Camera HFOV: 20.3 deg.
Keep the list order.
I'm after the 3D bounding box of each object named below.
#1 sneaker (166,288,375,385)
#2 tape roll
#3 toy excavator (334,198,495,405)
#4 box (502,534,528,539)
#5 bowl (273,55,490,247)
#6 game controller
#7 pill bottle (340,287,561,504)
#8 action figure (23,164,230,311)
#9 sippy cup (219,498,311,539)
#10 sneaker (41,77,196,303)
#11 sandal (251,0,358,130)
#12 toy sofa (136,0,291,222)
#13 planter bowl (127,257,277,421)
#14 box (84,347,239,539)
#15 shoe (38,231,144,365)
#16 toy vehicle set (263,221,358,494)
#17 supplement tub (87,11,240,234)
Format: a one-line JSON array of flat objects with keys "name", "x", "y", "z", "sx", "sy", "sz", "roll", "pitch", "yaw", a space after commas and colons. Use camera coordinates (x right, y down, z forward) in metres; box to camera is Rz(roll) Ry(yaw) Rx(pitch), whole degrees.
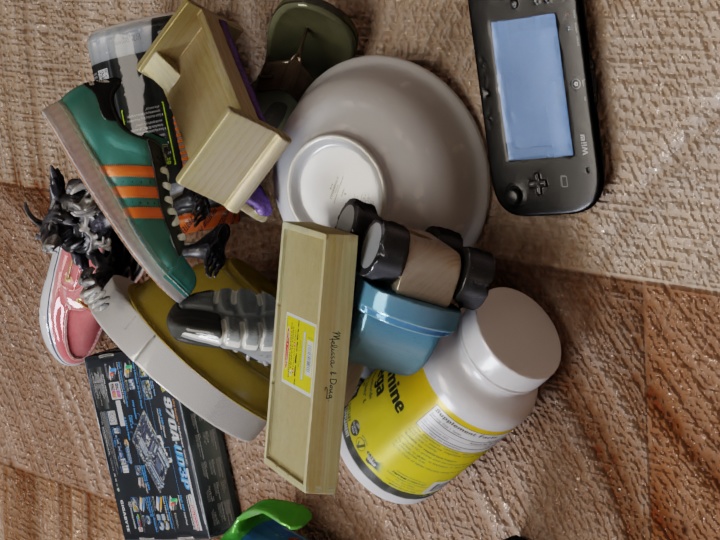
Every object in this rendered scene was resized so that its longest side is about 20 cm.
[{"name": "sneaker", "x": -0.068, "y": 0.081, "z": 1.735, "sx": 0.075, "sy": 0.198, "sz": 0.116, "roll": -91, "pitch": 4, "yaw": -57}, {"name": "tape roll", "x": -0.165, "y": 0.081, "z": 1.869, "sx": 0.037, "sy": 0.203, "sz": 0.203, "roll": -49, "pitch": 58, "yaw": 4}, {"name": "toy excavator", "x": 0.004, "y": 0.050, "z": 1.606, "sx": 0.201, "sy": 0.099, "sz": 0.194, "roll": -70, "pitch": 22, "yaw": 7}, {"name": "box", "x": 0.077, "y": 0.323, "z": 1.651, "sx": 0.044, "sy": 0.199, "sz": 0.162, "roll": 15, "pitch": 111, "yaw": 45}, {"name": "bowl", "x": 0.000, "y": -0.072, "z": 1.665, "sx": 0.200, "sy": 0.090, "sz": 0.203, "roll": 8, "pitch": 107, "yaw": 29}, {"name": "game controller", "x": 0.138, "y": -0.143, "z": 1.567, "sx": 0.104, "sy": 0.042, "sz": 0.202, "roll": 0, "pitch": 101, "yaw": 49}, {"name": "pill bottle", "x": 0.074, "y": 0.101, "z": 1.654, "sx": 0.200, "sy": 0.112, "sz": 0.113, "roll": -45, "pitch": 67, "yaw": 42}, {"name": "action figure", "x": -0.224, "y": -0.035, "z": 1.790, "sx": 0.198, "sy": 0.102, "sz": 0.120, "roll": -3, "pitch": 114, "yaw": 21}, {"name": "sippy cup", "x": -0.061, "y": 0.308, "z": 1.868, "sx": 0.130, "sy": 0.140, "sz": 0.178, "roll": 15, "pitch": 156, "yaw": 34}, {"name": "sneaker", "x": -0.185, "y": -0.071, "z": 1.698, "sx": 0.201, "sy": 0.080, "sz": 0.071, "roll": 58, "pitch": 173, "yaw": -7}, {"name": "sandal", "x": -0.058, "y": -0.160, "z": 1.753, "sx": 0.201, "sy": 0.079, "sz": 0.058, "roll": 118, "pitch": 169, "yaw": -46}, {"name": "toy sofa", "x": -0.115, "y": -0.137, "z": 1.712, "sx": 0.083, "sy": 0.097, "sz": 0.200, "roll": -51, "pitch": 34, "yaw": 20}, {"name": "planter bowl", "x": -0.109, "y": 0.047, "z": 1.833, "sx": 0.084, "sy": 0.200, "sz": 0.200, "roll": -49, "pitch": 59, "yaw": 8}, {"name": "box", "x": -0.203, "y": 0.174, "z": 2.044, "sx": 0.158, "sy": 0.046, "sz": 0.202, "roll": -11, "pitch": 93, "yaw": 50}, {"name": "shoe", "x": -0.274, "y": 0.017, "z": 2.059, "sx": 0.091, "sy": 0.071, "sz": 0.202, "roll": 31, "pitch": 118, "yaw": 46}, {"name": "toy vehicle set", "x": -0.041, "y": 0.066, "z": 1.581, "sx": 0.124, "sy": 0.026, "sz": 0.202, "roll": -159, "pitch": 73, "yaw": -71}, {"name": "supplement tub", "x": -0.177, "y": -0.134, "z": 1.868, "sx": 0.122, "sy": 0.122, "sz": 0.202, "roll": -7, "pitch": 95, "yaw": 49}]
